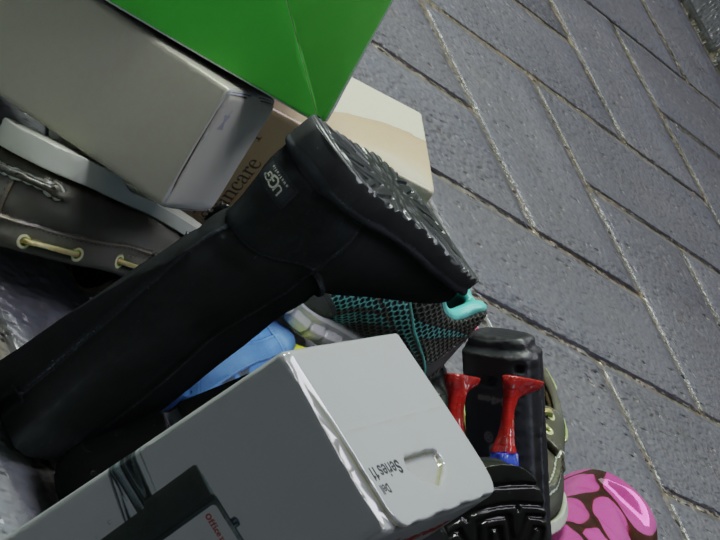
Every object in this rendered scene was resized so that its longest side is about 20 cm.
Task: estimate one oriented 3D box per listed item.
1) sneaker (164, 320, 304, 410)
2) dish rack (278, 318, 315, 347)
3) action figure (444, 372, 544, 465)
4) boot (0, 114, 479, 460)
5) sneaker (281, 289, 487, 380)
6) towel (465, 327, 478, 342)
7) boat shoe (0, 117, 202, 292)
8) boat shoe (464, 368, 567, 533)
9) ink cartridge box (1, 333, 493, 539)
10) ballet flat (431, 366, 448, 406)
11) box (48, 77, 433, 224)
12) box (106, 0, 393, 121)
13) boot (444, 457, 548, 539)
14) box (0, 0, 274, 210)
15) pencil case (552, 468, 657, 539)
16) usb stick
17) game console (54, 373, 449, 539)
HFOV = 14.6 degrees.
[{"bbox_3d":[-0.081,0.072,1.418,0.078,0.066,0.200,33,23,-4],"label":"sneaker"},{"bbox_3d":[-0.048,0.009,1.637,0.171,0.043,0.201,34,27,-51],"label":"dish rack"},{"bbox_3d":[0.082,0.163,1.583,0.099,0.065,0.202,14,80,-56],"label":"action figure"},{"bbox_3d":[-0.058,0.026,1.310,0.165,0.200,0.066,36,16,-54],"label":"boot"},{"bbox_3d":[0.000,0.000,1.529,0.078,0.091,0.200,53,7,38],"label":"sneaker"},{"bbox_3d":[-0.009,-0.045,1.707,0.201,0.030,0.146,62,-19,-14],"label":"towel"},{"bbox_3d":[-0.130,-0.018,1.424,0.072,0.061,0.202,26,-2,31],"label":"boat shoe"},{"bbox_3d":[0.094,0.106,1.770,0.202,0.072,0.061,-92,-172,-70],"label":"boat shoe"},{"bbox_3d":[-0.062,0.112,1.136,0.083,0.199,0.146,59,16,8],"label":"ink cartridge box"},{"bbox_3d":[0.029,0.097,1.688,0.200,0.056,0.067,-100,-173,-63],"label":"ballet flat"},{"bbox_3d":[-0.067,-0.077,1.553,0.199,0.095,0.078,25,33,-25],"label":"box"},{"bbox_3d":[-0.086,-0.172,1.409,0.199,0.097,0.177,30,10,-9],"label":"box"},{"bbox_3d":[0.035,0.183,1.489,0.079,0.213,0.158,1,6,-29],"label":"boot"},{"bbox_3d":[-0.147,-0.111,1.387,0.199,0.069,0.082,34,8,14],"label":"box"},{"bbox_3d":[0.144,0.196,1.770,0.093,0.091,0.200,19,21,4],"label":"pencil case"},{"bbox_3d":[0.086,0.134,1.625,0.032,0.055,0.202,-14,106,-43],"label":"usb stick"},{"bbox_3d":[-0.027,0.158,1.299,0.117,0.175,0.201,97,-30,-68],"label":"game console"}]
